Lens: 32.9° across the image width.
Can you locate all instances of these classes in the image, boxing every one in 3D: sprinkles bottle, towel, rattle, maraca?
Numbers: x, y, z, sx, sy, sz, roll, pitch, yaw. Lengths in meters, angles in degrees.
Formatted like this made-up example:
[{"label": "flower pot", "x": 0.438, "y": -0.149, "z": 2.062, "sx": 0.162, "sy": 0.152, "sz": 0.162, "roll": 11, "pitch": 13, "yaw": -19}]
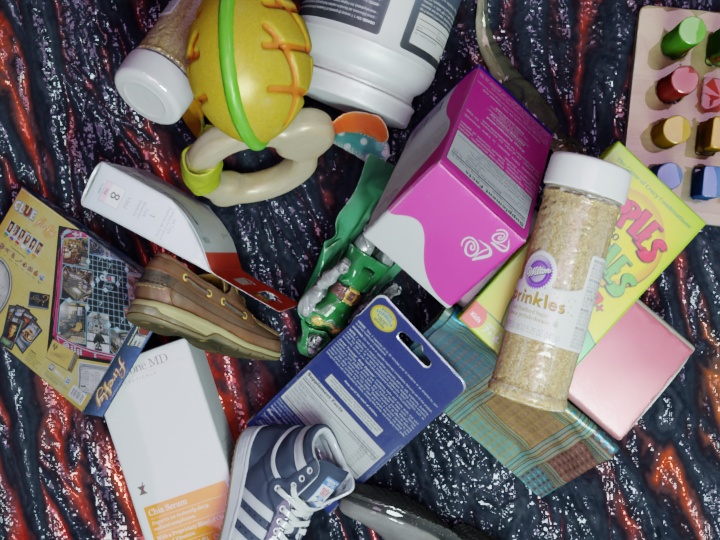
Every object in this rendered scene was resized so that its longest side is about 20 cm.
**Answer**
[{"label": "sprinkles bottle", "x": 0.160, "y": 0.009, "z": 0.978, "sx": 0.067, "sy": 0.068, "sz": 0.202, "roll": 15, "pitch": 90, "yaw": 2}, {"label": "towel", "x": 0.127, "y": 0.124, "z": 1.127, "sx": 0.200, "sy": 0.147, "sz": 0.022, "roll": 41, "pitch": 58, "yaw": 1}, {"label": "rattle", "x": -0.075, "y": -0.149, "z": 1.151, "sx": 0.198, "sy": 0.130, "sz": 0.144, "roll": -23, "pitch": 47, "yaw": 18}, {"label": "sprinkles bottle", "x": -0.146, "y": -0.230, "z": 1.118, "sx": 0.068, "sy": 0.068, "sz": 0.201, "roll": 28, "pitch": 64, "yaw": 2}, {"label": "maraca", "x": -0.093, "y": -0.198, "z": 1.044, "sx": 0.106, "sy": 0.138, "sz": 0.202, "roll": -4, "pitch": 60, "yaw": 9}]

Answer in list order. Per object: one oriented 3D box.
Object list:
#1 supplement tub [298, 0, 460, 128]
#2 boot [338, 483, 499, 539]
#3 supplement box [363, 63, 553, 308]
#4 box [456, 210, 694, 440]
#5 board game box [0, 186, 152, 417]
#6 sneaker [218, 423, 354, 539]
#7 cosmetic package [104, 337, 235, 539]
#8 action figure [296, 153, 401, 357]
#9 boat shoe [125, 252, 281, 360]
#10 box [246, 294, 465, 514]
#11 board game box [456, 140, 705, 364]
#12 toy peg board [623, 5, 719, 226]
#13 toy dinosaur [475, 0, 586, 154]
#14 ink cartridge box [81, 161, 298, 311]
[{"label": "supplement tub", "x": 0.020, "y": -0.247, "z": 1.121, "sx": 0.139, "sy": 0.140, "sz": 0.202, "roll": 20, "pitch": 91, "yaw": 2}, {"label": "boot", "x": 0.046, "y": 0.291, "z": 1.143, "sx": 0.198, "sy": 0.070, "sz": 0.133, "roll": 27, "pitch": 91, "yaw": -12}, {"label": "supplement box", "x": 0.090, "y": -0.078, "z": 1.063, "sx": 0.103, "sy": 0.201, "sz": 0.101, "roll": 41, "pitch": 124, "yaw": -10}, {"label": "box", "x": 0.188, "y": 0.045, "z": 1.123, "sx": 0.200, "sy": 0.128, "sz": 0.109, "roll": 40, "pitch": 92, "yaw": 2}, {"label": "board game box", "x": -0.282, "y": 0.027, "z": 1.150, "sx": 0.199, "sy": 0.035, "sz": 0.136, "roll": 33, "pitch": 93, "yaw": 28}, {"label": "sneaker", "x": -0.066, "y": 0.231, "z": 1.093, "sx": 0.107, "sy": 0.070, "sz": 0.202, "roll": -13, "pitch": 61, "yaw": 31}, {"label": "cosmetic package", "x": -0.175, "y": 0.173, "z": 1.170, "sx": 0.100, "sy": 0.071, "sz": 0.202, "roll": -19, "pitch": 89, "yaw": 3}, {"label": "action figure", "x": 0.000, "y": 0.000, "z": 1.157, "sx": 0.117, "sy": 0.055, "sz": 0.201, "roll": 27, "pitch": 106, "yaw": -30}, {"label": "boat shoe", "x": -0.131, "y": 0.038, "z": 1.113, "sx": 0.071, "sy": 0.200, "sz": 0.068, "roll": 5, "pitch": 77, "yaw": 32}, {"label": "box", "x": -0.002, "y": 0.124, "z": 1.150, "sx": 0.121, "sy": 0.032, "sz": 0.200, "roll": 47, "pitch": 113, "yaw": 2}, {"label": "board game box", "x": 0.185, "y": 0.000, "z": 1.035, "sx": 0.101, "sy": 0.048, "sz": 0.200, "roll": 42, "pitch": 91, "yaw": 2}, {"label": "toy peg board", "x": 0.353, "y": -0.143, "z": 1.129, "sx": 0.197, "sy": 0.098, "sz": 0.202, "roll": 6, "pitch": 91, "yaw": 3}, {"label": "toy dinosaur", "x": 0.137, "y": -0.159, "z": 1.167, "sx": 0.088, "sy": 0.047, "sz": 0.201, "roll": -33, "pitch": 87, "yaw": -4}, {"label": "ink cartridge box", "x": -0.142, "y": -0.032, "z": 1.120, "sx": 0.198, "sy": 0.163, "sz": 0.058, "roll": 24, "pitch": 93, "yaw": 3}]
